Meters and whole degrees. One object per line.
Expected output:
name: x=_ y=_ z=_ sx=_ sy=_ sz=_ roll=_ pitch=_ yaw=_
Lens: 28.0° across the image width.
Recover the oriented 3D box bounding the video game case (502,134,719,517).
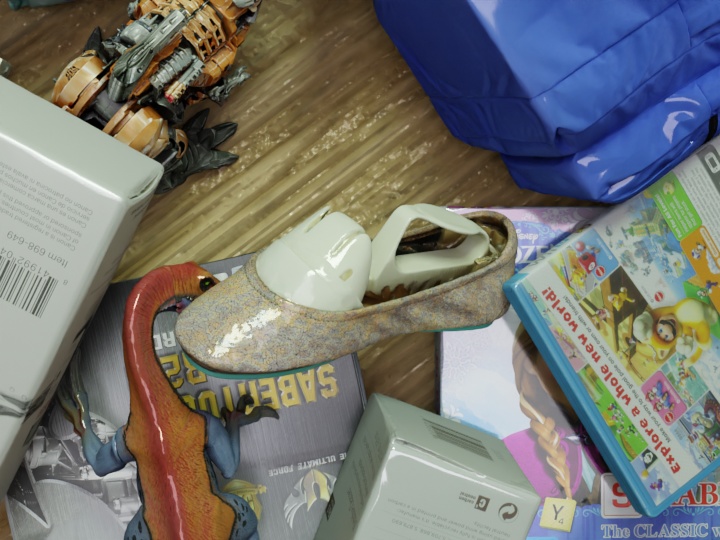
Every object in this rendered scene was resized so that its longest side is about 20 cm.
video game case: x=0.188 y=0.013 z=0.753 sx=0.200 sy=0.018 sz=0.143 roll=-34 pitch=100 yaw=-15

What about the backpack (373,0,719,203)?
backpack: x=0.134 y=-0.142 z=0.742 sx=0.200 sy=0.162 sz=0.168 roll=-38 pitch=111 yaw=-10

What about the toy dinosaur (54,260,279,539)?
toy dinosaur: x=-0.074 y=0.096 z=0.691 sx=0.105 sy=0.200 sz=0.182 roll=-17 pitch=123 yaw=-17

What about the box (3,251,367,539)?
box: x=-0.096 y=0.079 z=0.782 sx=0.199 sy=0.048 sz=0.159 roll=-11 pitch=90 yaw=-2

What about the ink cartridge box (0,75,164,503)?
ink cartridge box: x=-0.202 y=0.010 z=0.676 sx=0.145 sy=0.085 sz=0.201 roll=29 pitch=106 yaw=-2

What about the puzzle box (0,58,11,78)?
puzzle box: x=-0.285 y=-0.047 z=0.753 sx=0.133 sy=0.025 sz=0.201 roll=25 pitch=89 yaw=-2

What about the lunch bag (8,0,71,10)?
lunch bag: x=-0.126 y=-0.216 z=0.705 sx=0.170 sy=0.200 sz=0.123 roll=-12 pitch=83 yaw=-1

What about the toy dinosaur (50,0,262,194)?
toy dinosaur: x=-0.124 y=-0.089 z=0.739 sx=0.199 sy=0.136 sz=0.103 roll=-26 pitch=91 yaw=-2

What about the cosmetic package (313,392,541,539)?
cosmetic package: x=0.009 y=0.174 z=0.713 sx=0.081 sy=0.113 sz=0.201 roll=22 pitch=94 yaw=-7

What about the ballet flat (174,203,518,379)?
ballet flat: x=0.000 y=0.000 z=0.694 sx=0.068 sy=0.199 sz=0.067 roll=43 pitch=128 yaw=34

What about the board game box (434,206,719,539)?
board game box: x=0.139 y=0.064 z=0.793 sx=0.199 sy=0.041 sz=0.201 roll=-1 pitch=89 yaw=-2
